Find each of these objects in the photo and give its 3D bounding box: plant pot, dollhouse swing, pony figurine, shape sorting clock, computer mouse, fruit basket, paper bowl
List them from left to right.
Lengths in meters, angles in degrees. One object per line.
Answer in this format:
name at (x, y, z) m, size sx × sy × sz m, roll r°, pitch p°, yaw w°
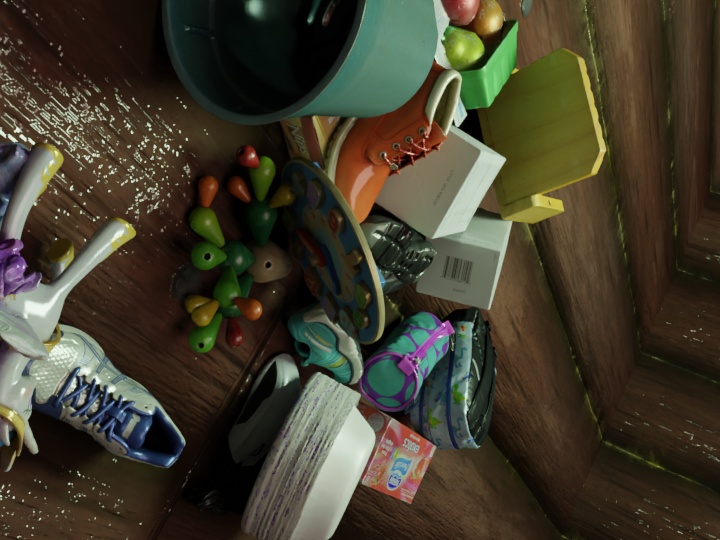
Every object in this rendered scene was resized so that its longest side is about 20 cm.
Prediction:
pony figurine at (-0.251, 0.017, 0.558) m, size 0.194 × 0.163 × 0.204 m, roll 60°, pitch 41°, yaw -57°
computer mouse at (-0.120, 0.194, 0.951) m, size 0.203 × 0.043 × 0.110 m, roll -63°, pitch 148°, yaw -11°
paper bowl at (-0.053, 0.233, 0.956) m, size 0.201 × 0.103 × 0.204 m, roll 90°, pitch 26°, yaw -80°
plant pot at (-0.033, -0.220, 0.707) m, size 0.195 × 0.197 × 0.205 m, roll -6°, pitch 113°, yaw -60°
shape sorting clock at (-0.034, -0.017, 0.827) m, size 0.039 × 0.200 × 0.203 m, roll -26°, pitch 134°, yaw -17°
fruit basket at (0.124, -0.315, 1.022) m, size 0.186 × 0.092 × 0.202 m, roll -55°, pitch 127°, yaw -37°
dollhouse swing at (0.273, -0.193, 1.153) m, size 0.180 × 0.173 × 0.205 m, roll 0°, pitch 75°, yaw -57°

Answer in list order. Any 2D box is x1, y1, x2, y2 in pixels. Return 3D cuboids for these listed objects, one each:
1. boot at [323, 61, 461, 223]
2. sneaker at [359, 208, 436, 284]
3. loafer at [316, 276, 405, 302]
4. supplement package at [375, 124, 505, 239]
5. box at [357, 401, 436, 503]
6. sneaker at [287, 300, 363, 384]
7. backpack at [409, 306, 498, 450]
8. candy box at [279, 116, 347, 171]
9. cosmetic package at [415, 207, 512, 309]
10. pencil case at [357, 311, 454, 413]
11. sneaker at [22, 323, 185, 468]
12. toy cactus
boot at (0.032, -0.129, 0.839) m, size 0.075 × 0.106 × 0.204 m, roll 17°, pitch 96°, yaw -62°
sneaker at (0.025, -0.033, 0.958) m, size 0.076 × 0.079 × 0.200 m, roll -48°, pitch 159°, yaw 6°
loafer at (0.000, 0.000, 1.030) m, size 0.072 × 0.064 × 0.198 m, roll -37°, pitch 164°, yaw 32°
supplement package at (0.091, -0.118, 0.977) m, size 0.115 × 0.108 × 0.200 m, roll -60°, pitch 167°, yaw 13°
box at (0.020, 0.254, 1.157) m, size 0.096 × 0.101 × 0.200 m, roll -62°, pitch 150°, yaw -10°
sneaker at (-0.042, 0.088, 0.999) m, size 0.201 × 0.078 × 0.079 m, roll 74°, pitch 1°, yaw -62°
backpack at (0.152, 0.188, 1.283) m, size 0.203 × 0.150 × 0.165 m, roll -93°, pitch 169°, yaw -46°
candy box at (-0.003, -0.186, 0.904) m, size 0.201 × 0.055 × 0.117 m, roll -50°, pitch 144°, yaw -29°
cosmetic package at (0.149, -0.027, 1.134) m, size 0.200 × 0.105 × 0.087 m, roll -45°, pitch 147°, yaw -68°
pencil case at (0.066, 0.122, 1.125) m, size 0.086 × 0.091 × 0.200 m, roll 58°, pitch 23°, yaw -3°
sneaker at (-0.220, 0.111, 0.700) m, size 0.076 × 0.087 × 0.200 m, roll -59°, pitch 147°, yaw -13°
toy cactus at (-0.109, -0.014, 0.816) m, size 0.164 × 0.100 × 0.205 m, roll 9°, pitch 92°, yaw -69°
